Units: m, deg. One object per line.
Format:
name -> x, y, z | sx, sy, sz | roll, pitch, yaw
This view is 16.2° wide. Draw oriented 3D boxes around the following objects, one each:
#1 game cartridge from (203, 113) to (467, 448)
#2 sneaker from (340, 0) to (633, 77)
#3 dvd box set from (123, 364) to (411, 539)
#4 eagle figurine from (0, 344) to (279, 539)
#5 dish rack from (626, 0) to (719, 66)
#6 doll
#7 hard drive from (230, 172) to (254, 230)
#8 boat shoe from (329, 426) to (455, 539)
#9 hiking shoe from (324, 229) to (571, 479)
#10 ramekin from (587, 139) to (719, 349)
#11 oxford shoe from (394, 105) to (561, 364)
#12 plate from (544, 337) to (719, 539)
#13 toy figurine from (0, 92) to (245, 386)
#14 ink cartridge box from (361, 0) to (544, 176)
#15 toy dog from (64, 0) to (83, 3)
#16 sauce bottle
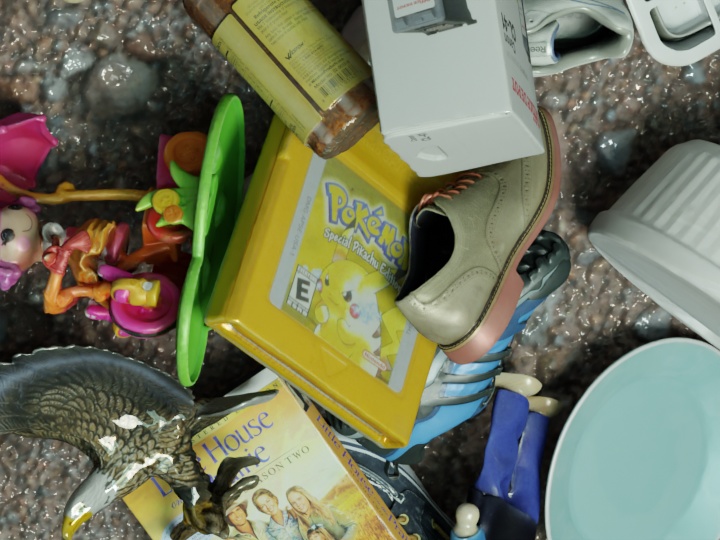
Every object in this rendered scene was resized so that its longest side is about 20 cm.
game cartridge -> -0.005, -0.013, 1.624 | 0.176, 0.032, 0.200 | 37, 60, -36
sneaker -> 0.083, -0.156, 1.644 | 0.200, 0.087, 0.075 | -13, 117, -8
dvd box set -> -0.058, 0.177, 1.725 | 0.146, 0.029, 0.200 | -33, 97, 14
eagle figurine -> -0.165, 0.102, 1.623 | 0.200, 0.151, 0.152 | 40, 121, -10
dish rack -> 0.245, -0.247, 1.667 | 0.200, 0.044, 0.172 | -29, 116, -8
doll -> 0.097, 0.177, 1.742 | 0.136, 0.048, 0.200 | 45, 53, -51
hard drive -> 0.000, 0.000, 1.720 | 0.132, 0.027, 0.200 | -36, 117, 1
boat shoe -> 0.027, 0.192, 1.766 | 0.071, 0.091, 0.200 | -39, 118, 18
hiking shoe -> 0.068, 0.050, 1.715 | 0.200, 0.074, 0.087 | -40, 132, 9
ramekin -> 0.258, -0.005, 1.702 | 0.202, 0.202, 0.094 | 38, 85, -26
oxford shoe -> 0.076, -0.040, 1.646 | 0.075, 0.200, 0.070 | 36, 142, -25
plate -> 0.201, 0.141, 1.809 | 0.200, 0.026, 0.200 | -14, 114, -33
toy figurine -> -0.179, -0.026, 1.584 | 0.184, 0.200, 0.150 | 6, 145, 5
ink cartridge box -> 0.051, -0.171, 1.543 | 0.086, 0.148, 0.200 | -11, 81, 11
toy dog -> -0.181, -0.256, 1.521 | 0.132, 0.096, 0.200 | 39, 135, 11
sauce bottle -> -0.065, -0.159, 1.569 | 0.066, 0.066, 0.200 | -41, 83, 4
